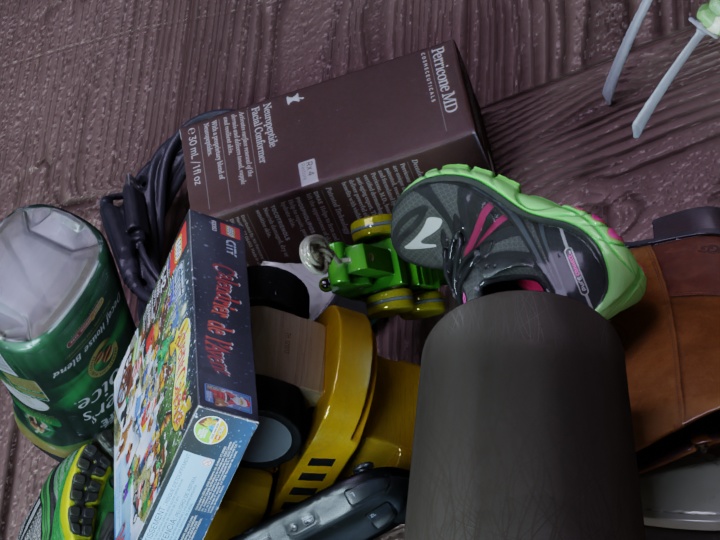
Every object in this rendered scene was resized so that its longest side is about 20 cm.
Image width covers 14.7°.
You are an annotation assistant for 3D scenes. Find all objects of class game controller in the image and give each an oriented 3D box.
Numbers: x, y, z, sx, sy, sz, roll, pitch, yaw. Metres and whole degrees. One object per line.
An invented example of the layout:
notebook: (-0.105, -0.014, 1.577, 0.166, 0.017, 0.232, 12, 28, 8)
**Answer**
game controller: (-0.051, 0.168, 1.654, 0.199, 0.104, 0.042, -28, 80, 18)

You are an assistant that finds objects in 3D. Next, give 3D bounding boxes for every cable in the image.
cable: (-0.094, -0.028, 1.929, 0.162, 0.051, 0.200, -28, 43, 2)

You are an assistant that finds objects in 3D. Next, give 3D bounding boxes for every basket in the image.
basket: (0.085, 0.122, 1.454, 0.135, 0.181, 0.201, 3, 47, 0)

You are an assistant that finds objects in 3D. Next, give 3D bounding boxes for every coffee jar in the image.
coffee jar: (-0.191, 0.050, 1.809, 0.085, 0.200, 0.105, 25, 69, 22)

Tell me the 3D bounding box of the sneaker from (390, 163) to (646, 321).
sneaker: (0.076, -0.005, 1.625, 0.084, 0.077, 0.199, -48, 34, -18)

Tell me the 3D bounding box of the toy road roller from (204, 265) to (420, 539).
toy road roller: (-0.041, 0.107, 1.712, 0.123, 0.145, 0.200, -88, 21, -44)

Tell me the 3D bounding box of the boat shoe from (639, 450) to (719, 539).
boat shoe: (0.141, 0.137, 1.559, 0.200, 0.061, 0.072, 7, 28, 42)

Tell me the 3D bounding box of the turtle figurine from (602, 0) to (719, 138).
turtle figurine: (0.202, -0.192, 1.707, 0.199, 0.195, 0.144, -11, 13, 24)

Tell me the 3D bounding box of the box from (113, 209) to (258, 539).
box: (-0.104, 0.076, 1.619, 0.200, 0.037, 0.137, -98, 29, -56)

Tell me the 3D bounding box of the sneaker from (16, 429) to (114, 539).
sneaker: (-0.187, 0.203, 1.767, 0.085, 0.078, 0.201, -29, 36, 53)

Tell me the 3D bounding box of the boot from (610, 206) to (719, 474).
boot: (0.147, 0.061, 1.607, 0.187, 0.069, 0.201, -14, 34, 11)

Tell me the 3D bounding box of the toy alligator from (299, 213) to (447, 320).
toy alligator: (0.000, 0.000, 1.715, 0.054, 0.200, 0.060, -17, 78, 30)

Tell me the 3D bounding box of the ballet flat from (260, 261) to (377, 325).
ballet flat: (-0.063, 0.041, 1.811, 0.200, 0.068, 0.068, -37, 38, 4)

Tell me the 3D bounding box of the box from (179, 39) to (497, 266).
box: (-0.015, -0.069, 1.842, 0.199, 0.075, 0.101, -17, 44, 5)
